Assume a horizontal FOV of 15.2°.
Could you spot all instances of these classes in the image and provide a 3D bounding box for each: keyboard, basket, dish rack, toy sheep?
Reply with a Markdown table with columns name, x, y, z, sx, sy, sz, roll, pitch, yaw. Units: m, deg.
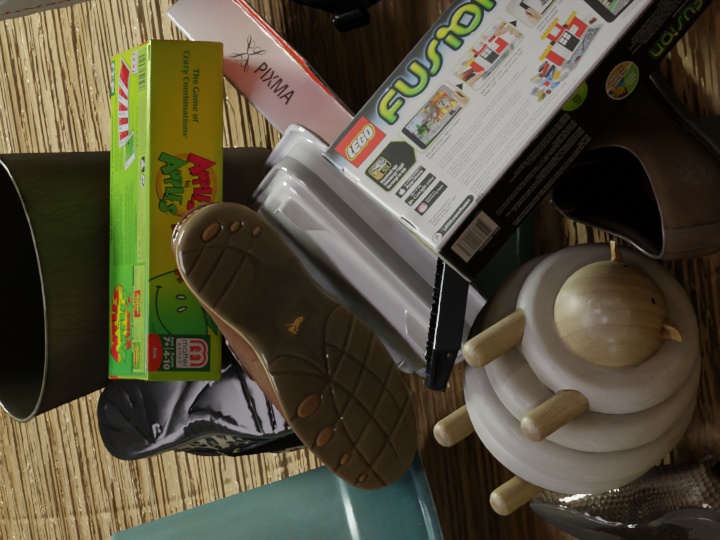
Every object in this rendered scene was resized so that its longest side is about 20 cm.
| name | x | y | z | sx | sy | sz | roll | pitch | yaw |
| --- | --- | --- | --- | --- | --- | --- | --- | --- | --- |
| keyboard | 0.054 | -0.044 | 1.416 | 0.127 | 0.021 | 0.201 | 104 | 174 | -64 |
| basket | -0.143 | -0.007 | 1.757 | 0.136 | 0.199 | 0.181 | 35 | 130 | 52 |
| dish rack | 0.000 | 0.000 | 1.563 | 0.172 | 0.044 | 0.200 | 44 | 170 | -1 |
| toy sheep | 0.113 | 0.057 | 1.418 | 0.138 | 0.138 | 0.200 | 62 | 158 | 19 |

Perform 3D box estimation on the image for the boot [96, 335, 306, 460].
| name | x | y | z | sx | sy | sz | roll | pitch | yaw |
| --- | --- | --- | --- | --- | --- | --- | --- | --- | --- |
| boot | -0.049 | 0.077 | 1.728 | 0.203 | 0.154 | 0.074 | -16 | 79 | 34 |

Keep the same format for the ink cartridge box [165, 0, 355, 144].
| name | x | y | z | sx | sy | sz | roll | pitch | yaw |
| --- | --- | --- | --- | --- | --- | --- | --- | --- | --- |
| ink cartridge box | -0.054 | -0.117 | 1.611 | 0.200 | 0.044 | 0.174 | 46 | -177 | 40 |

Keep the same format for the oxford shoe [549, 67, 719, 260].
| name | x | y | z | sx | sy | sz | roll | pitch | yaw |
| --- | --- | --- | --- | --- | --- | --- | --- | --- | --- |
| oxford shoe | 0.121 | -0.069 | 1.384 | 0.200 | 0.084 | 0.073 | 41 | 140 | 47 |

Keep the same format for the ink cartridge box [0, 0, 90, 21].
| name | x | y | z | sx | sy | sz | roll | pitch | yaw |
| --- | --- | --- | --- | --- | --- | --- | --- | --- | --- |
| ink cartridge box | -0.170 | -0.231 | 1.743 | 0.200 | 0.145 | 0.083 | -17 | 90 | 61 |

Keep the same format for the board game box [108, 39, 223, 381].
| name | x | y | z | sx | sy | sz | roll | pitch | yaw |
| --- | --- | --- | --- | --- | --- | --- | --- | --- | --- |
| board game box | -0.118 | -0.034 | 1.628 | 0.102 | 0.047 | 0.201 | 175 | 96 | -72 |

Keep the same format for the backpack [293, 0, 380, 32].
| name | x | y | z | sx | sy | sz | roll | pitch | yaw |
| --- | --- | --- | --- | --- | --- | --- | --- | --- | --- |
| backpack | -0.056 | -0.241 | 1.477 | 0.183 | 0.199 | 0.147 | 142 | 132 | -58 |

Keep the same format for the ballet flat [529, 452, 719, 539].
| name | x | y | z | sx | sy | sz | roll | pitch | yaw |
| --- | --- | --- | --- | --- | --- | --- | --- | --- | --- |
| ballet flat | 0.158 | 0.124 | 1.465 | 0.200 | 0.067 | 0.046 | -13 | 52 | 64 |

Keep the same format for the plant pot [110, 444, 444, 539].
| name | x | y | z | sx | sy | sz | roll | pitch | yaw |
| --- | --- | --- | --- | --- | --- | --- | --- | --- | --- |
| plant pot | -0.044 | 0.212 | 1.647 | 0.200 | 0.195 | 0.201 | 167 | 90 | -87 |

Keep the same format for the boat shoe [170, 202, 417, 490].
| name | x | y | z | sx | sy | sz | roll | pitch | yaw |
| --- | --- | --- | --- | --- | --- | --- | --- | --- | --- |
| boat shoe | -0.038 | 0.040 | 1.568 | 0.200 | 0.072 | 0.068 | 52 | 174 | -15 |

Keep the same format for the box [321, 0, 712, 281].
| name | x | y | z | sx | sy | sz | roll | pitch | yaw |
| --- | --- | --- | --- | --- | --- | --- | --- | --- | --- |
| box | 0.082 | -0.102 | 1.342 | 0.035 | 0.200 | 0.110 | 40 | -179 | -45 |

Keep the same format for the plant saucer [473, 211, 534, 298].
| name | x | y | z | sx | sy | sz | roll | pitch | yaw |
| --- | --- | --- | --- | --- | --- | --- | --- | --- | --- |
| plant saucer | 0.077 | -0.044 | 1.544 | 0.070 | 0.019 | 0.201 | 37 | 136 | 48 |
